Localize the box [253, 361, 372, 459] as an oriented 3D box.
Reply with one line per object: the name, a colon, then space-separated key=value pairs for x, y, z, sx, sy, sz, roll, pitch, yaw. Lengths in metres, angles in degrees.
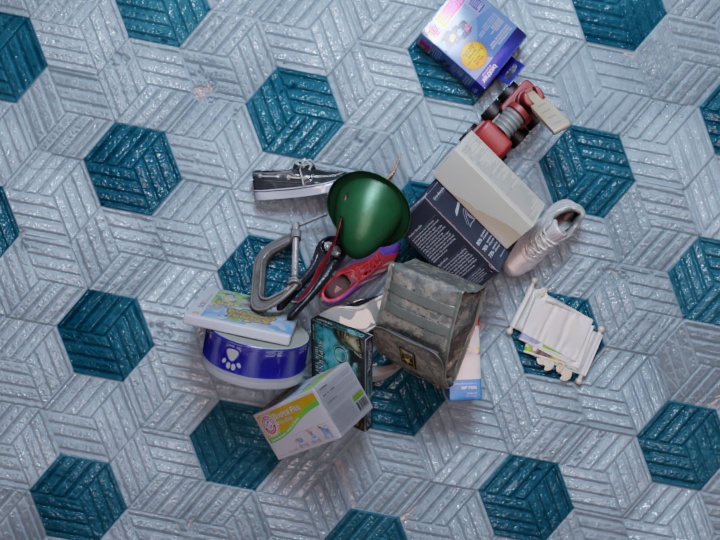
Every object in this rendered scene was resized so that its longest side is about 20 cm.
box: x=-0.092 y=0.268 z=1.381 sx=0.199 sy=0.112 sz=0.103 roll=-30 pitch=92 yaw=42

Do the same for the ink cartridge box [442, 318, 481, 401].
ink cartridge box: x=0.194 y=0.142 z=1.426 sx=0.066 sy=0.116 sz=0.205 roll=-2 pitch=93 yaw=0

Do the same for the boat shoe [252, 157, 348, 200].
boat shoe: x=-0.116 y=-0.185 z=1.433 sx=0.195 sy=0.074 sz=0.070 roll=-5 pitch=107 yaw=9

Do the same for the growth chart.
growth chart: x=0.395 y=0.129 z=1.478 sx=0.198 sy=0.018 sz=0.146 roll=33 pitch=92 yaw=-2

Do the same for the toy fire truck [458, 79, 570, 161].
toy fire truck: x=0.294 y=-0.271 z=1.371 sx=0.129 sy=0.200 sz=0.176 roll=44 pitch=91 yaw=-2

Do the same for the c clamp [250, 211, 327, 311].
c clamp: x=-0.145 y=-0.016 z=1.399 sx=0.168 sy=0.203 sz=0.027 roll=-20 pitch=135 yaw=24

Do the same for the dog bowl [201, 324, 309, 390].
dog bowl: x=-0.197 y=0.147 z=1.374 sx=0.196 sy=0.200 sz=0.080 roll=11 pitch=103 yaw=-1

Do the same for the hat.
hat: x=-0.012 y=-0.046 z=1.298 sx=0.163 sy=0.178 sz=0.202 roll=18 pitch=136 yaw=7

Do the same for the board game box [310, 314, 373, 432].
board game box: x=-0.036 y=0.198 z=1.401 sx=0.133 sy=0.028 sz=0.204 roll=16 pitch=118 yaw=33

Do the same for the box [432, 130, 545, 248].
box: x=0.238 y=-0.151 z=1.353 sx=0.200 sy=0.095 sz=0.078 roll=45 pitch=133 yaw=-1

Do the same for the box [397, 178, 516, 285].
box: x=0.187 y=-0.076 z=1.391 sx=0.200 sy=0.148 sz=0.104 roll=45 pitch=133 yaw=-1

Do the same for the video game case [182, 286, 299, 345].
video game case: x=-0.218 y=0.083 z=1.386 sx=0.196 sy=0.182 sz=0.023 roll=12 pitch=105 yaw=-1

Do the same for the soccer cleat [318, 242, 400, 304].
soccer cleat: x=0.000 y=0.000 z=1.440 sx=0.199 sy=0.073 sz=0.069 roll=-37 pitch=92 yaw=1

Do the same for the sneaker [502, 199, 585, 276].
sneaker: x=0.358 y=-0.067 z=1.429 sx=0.078 sy=0.099 sz=0.200 roll=45 pitch=91 yaw=-2

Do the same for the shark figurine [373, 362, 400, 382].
shark figurine: x=0.020 y=0.194 z=1.442 sx=0.210 sy=0.090 sz=0.131 roll=-4 pitch=93 yaw=1

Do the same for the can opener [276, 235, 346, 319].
can opener: x=-0.087 y=0.013 z=1.403 sx=0.063 sy=0.079 sz=0.202 roll=30 pitch=64 yaw=6

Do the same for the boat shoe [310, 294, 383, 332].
boat shoe: x=-0.002 y=0.092 z=1.450 sx=0.197 sy=0.060 sz=0.075 roll=-23 pitch=86 yaw=3

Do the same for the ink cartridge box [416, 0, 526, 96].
ink cartridge box: x=0.228 y=-0.443 z=1.428 sx=0.199 sy=0.076 sz=0.137 roll=39 pitch=91 yaw=-3

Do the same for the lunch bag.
lunch bag: x=0.117 y=0.101 z=1.331 sx=0.162 sy=0.117 sz=0.204 roll=23 pitch=108 yaw=32

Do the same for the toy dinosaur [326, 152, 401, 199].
toy dinosaur: x=0.013 y=-0.152 z=1.433 sx=0.199 sy=0.107 sz=0.061 roll=-29 pitch=73 yaw=-43
